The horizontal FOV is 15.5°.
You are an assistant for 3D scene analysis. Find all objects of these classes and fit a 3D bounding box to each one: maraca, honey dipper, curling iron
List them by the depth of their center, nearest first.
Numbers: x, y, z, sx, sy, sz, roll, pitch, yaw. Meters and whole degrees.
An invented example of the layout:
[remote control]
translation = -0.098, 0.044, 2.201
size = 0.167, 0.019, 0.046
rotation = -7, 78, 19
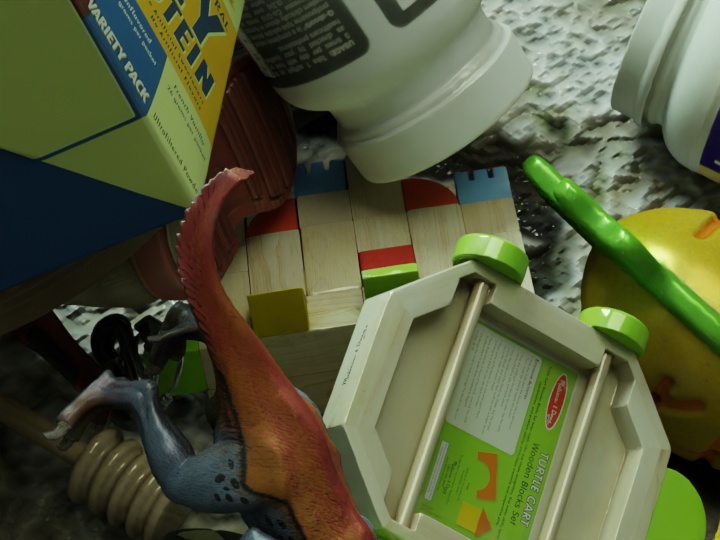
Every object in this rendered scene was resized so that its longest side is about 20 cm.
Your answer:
[honey dipper]
translation = -0.163, 0.059, 1.162
size = 0.200, 0.038, 0.038
rotation = 29, 43, 16
[curling iron]
translation = -0.143, 0.014, 1.195
size = 0.200, 0.050, 0.026
rotation = 33, 2, 43
[maraca]
translation = 0.150, 0.019, 1.219
size = 0.200, 0.107, 0.137
rotation = 43, -2, -22

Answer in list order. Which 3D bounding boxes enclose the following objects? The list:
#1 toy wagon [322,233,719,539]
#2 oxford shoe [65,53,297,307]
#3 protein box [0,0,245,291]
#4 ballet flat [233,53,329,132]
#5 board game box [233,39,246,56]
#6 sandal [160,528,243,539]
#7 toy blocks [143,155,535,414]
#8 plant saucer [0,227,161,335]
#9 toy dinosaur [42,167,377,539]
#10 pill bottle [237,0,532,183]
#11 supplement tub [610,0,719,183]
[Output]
[toy wagon]
translation = 0.077, 0.085, 1.130
size = 0.200, 0.040, 0.155
rotation = 30, 66, -23
[oxford shoe]
translation = -0.084, -0.044, 1.187
size = 0.075, 0.071, 0.200
rotation = -14, 18, 23
[protein box]
translation = -0.169, -0.089, 1.061
size = 0.198, 0.135, 0.200
rotation = -21, 27, 15
[ballet flat]
translation = -0.047, -0.100, 1.342
size = 0.200, 0.073, 0.073
rotation = -27, 58, -37
[board game box]
translation = -0.062, -0.157, 1.322
size = 0.200, 0.062, 0.200
rotation = 5, 23, 40
[sandal]
translation = -0.047, 0.177, 1.062
size = 0.080, 0.057, 0.201
rotation = 16, 23, -18
[toy blocks]
translation = 0.000, 0.000, 1.229
size = 0.200, 0.100, 0.137
rotation = -8, 39, 1
[plant saucer]
translation = -0.144, -0.026, 1.115
size = 0.200, 0.029, 0.200
rotation = -24, 25, 12
[toy dinosaur]
translation = -0.031, 0.098, 0.992
size = 0.181, 0.200, 0.105
rotation = 40, 54, 18
[pill bottle]
translation = -0.014, -0.145, 1.191
size = 0.200, 0.116, 0.116
rotation = 55, 40, -19
[supplement tub]
translation = 0.247, -0.096, 1.375
size = 0.200, 0.145, 0.145
rotation = 26, 43, 11
